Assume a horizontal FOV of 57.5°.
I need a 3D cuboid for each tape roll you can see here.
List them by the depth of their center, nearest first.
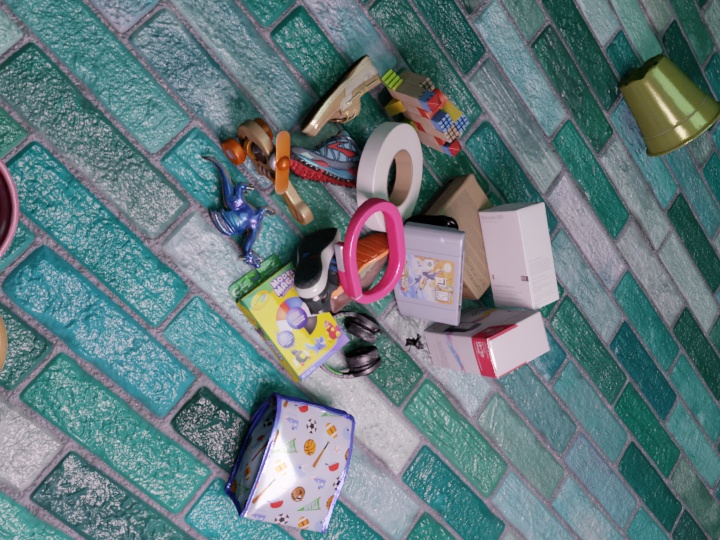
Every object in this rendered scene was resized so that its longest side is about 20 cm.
[{"bbox_3d":[0.057,-0.170,1.205,0.203,0.037,0.203,-32,128,-53],"label":"tape roll"}]

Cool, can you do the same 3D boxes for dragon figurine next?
[{"bbox_3d":[-0.210,-0.093,1.086,0.099,0.059,0.200,-49,116,-21],"label":"dragon figurine"}]

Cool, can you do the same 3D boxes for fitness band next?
[{"bbox_3d":[0.022,-0.031,1.145,0.144,0.037,0.200,-36,135,-31],"label":"fitness band"}]

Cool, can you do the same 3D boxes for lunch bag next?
[{"bbox_3d":[-0.113,0.320,1.125,0.170,0.124,0.200,22,88,-29],"label":"lunch bag"}]

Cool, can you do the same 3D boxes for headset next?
[{"bbox_3d":[0.012,0.137,1.210,0.199,0.094,0.124,0,92,-20],"label":"headset"}]

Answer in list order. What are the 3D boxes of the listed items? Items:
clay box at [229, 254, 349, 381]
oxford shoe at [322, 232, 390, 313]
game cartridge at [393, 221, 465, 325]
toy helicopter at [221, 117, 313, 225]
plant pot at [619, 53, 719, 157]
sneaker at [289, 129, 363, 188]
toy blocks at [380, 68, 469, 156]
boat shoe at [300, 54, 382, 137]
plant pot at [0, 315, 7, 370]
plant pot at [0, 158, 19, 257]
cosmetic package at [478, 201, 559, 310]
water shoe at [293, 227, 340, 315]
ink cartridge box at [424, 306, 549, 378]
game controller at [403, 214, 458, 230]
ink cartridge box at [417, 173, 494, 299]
[{"bbox_3d":[-0.124,0.078,1.130,0.115,0.048,0.200,-39,98,-25],"label":"clay box"},{"bbox_3d":[0.000,0.000,1.225,0.200,0.071,0.073,-38,135,-24],"label":"oxford shoe"},{"bbox_3d":[0.127,0.008,1.235,0.042,0.133,0.200,-60,153,-55],"label":"game cartridge"},{"bbox_3d":[-0.134,-0.161,1.088,0.079,0.132,0.200,-41,113,-22],"label":"toy helicopter"},{"bbox_3d":[0.737,-0.415,1.598,0.190,0.200,0.200,49,68,-11],"label":"plant pot"},{"bbox_3d":[-0.053,-0.206,1.178,0.200,0.079,0.096,7,82,-41],"label":"sneaker"},{"bbox_3d":[0.138,-0.288,1.223,0.100,0.137,0.200,-46,132,-5],"label":"toy blocks"},{"bbox_3d":[-0.028,-0.305,1.182,0.066,0.074,0.200,45,69,-19],"label":"boat shoe"},{"bbox_3d":[-0.586,0.105,0.881,0.200,0.027,0.201,-2,93,-32],"label":"plant pot"},{"bbox_3d":[-0.541,-0.074,0.813,0.200,0.179,0.201,-1,92,-32],"label":"plant pot"},{"bbox_3d":[0.312,-0.030,1.294,0.081,0.113,0.201,-20,101,-31],"label":"cosmetic package"},{"bbox_3d":[-0.072,0.000,1.135,0.200,0.071,0.079,-73,151,-54],"label":"water shoe"},{"bbox_3d":[0.244,0.137,1.291,0.147,0.200,0.086,-23,103,-29],"label":"ink cartridge box"},{"bbox_3d":[0.136,-0.016,1.256,0.104,0.042,0.200,-1,121,7],"label":"game controller"},{"bbox_3d":[0.211,-0.067,1.336,0.165,0.075,0.200,-48,114,-23],"label":"ink cartridge box"}]
